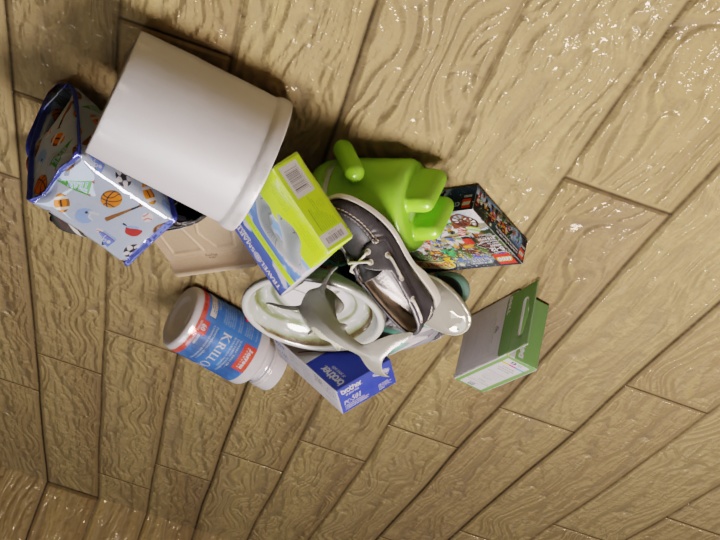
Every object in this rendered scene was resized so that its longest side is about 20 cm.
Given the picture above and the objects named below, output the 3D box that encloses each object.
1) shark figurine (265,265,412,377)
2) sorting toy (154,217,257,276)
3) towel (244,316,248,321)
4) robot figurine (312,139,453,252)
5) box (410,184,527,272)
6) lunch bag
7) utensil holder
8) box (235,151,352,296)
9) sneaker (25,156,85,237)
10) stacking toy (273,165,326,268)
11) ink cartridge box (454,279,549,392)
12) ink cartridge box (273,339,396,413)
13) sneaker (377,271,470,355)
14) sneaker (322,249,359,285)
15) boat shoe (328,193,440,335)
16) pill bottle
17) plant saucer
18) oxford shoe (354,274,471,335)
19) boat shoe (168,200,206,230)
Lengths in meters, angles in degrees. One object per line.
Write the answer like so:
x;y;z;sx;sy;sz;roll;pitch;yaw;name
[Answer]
-0.030;0.045;1.594;0.127;0.091;0.214;19;-169;-28;shark figurine
-0.246;-0.085;1.829;0.183;0.037;0.201;-7;125;39;sorting toy
-0.074;0.062;2.027;0.143;0.023;0.199;12;161;-36;towel
0.013;-0.082;1.633;0.197;0.116;0.177;3;133;26;robot figurine
0.104;-0.050;1.731;0.198;0.038;0.136;-6;146;38;box
-0.335;-0.132;1.668;0.123;0.201;0.170;-37;129;20;lunch bag
-0.204;-0.168;1.543;0.198;0.172;0.170;26;152;-15;utensil holder
-0.091;-0.050;1.587;0.123;0.047;0.200;56;151;3;box
-0.430;-0.107;1.899;0.097;0.072;0.200;-4;149;31;sneaker
-0.092;-0.045;1.761;0.084;0.086;0.201;6;141;20;stacking toy
0.216;0.097;1.875;0.059;0.105;0.200;25;152;-18;ink cartridge box
-0.040;0.125;1.874;0.200;0.093;0.045;35;147;52;ink cartridge box
0.105;0.055;1.880;0.199;0.079;0.139;-31;166;36;sneaker
0.000;0.000;1.829;0.077;0.092;0.200;-3;148;35;sneaker
0.019;-0.005;1.572;0.073;0.061;0.201;-14;124;43;boat shoe
-0.220;0.119;2.166;0.199;0.114;0.112;30;151;-27;pill bottle
-0.062;0.043;1.776;0.197;0.051;0.201;6;149;4;plant saucer
0.064;0.029;1.749;0.199;0.058;0.075;37;119;-13;oxford shoe
-0.228;-0.090;1.730;0.199;0.067;0.070;-23;114;45;boat shoe
